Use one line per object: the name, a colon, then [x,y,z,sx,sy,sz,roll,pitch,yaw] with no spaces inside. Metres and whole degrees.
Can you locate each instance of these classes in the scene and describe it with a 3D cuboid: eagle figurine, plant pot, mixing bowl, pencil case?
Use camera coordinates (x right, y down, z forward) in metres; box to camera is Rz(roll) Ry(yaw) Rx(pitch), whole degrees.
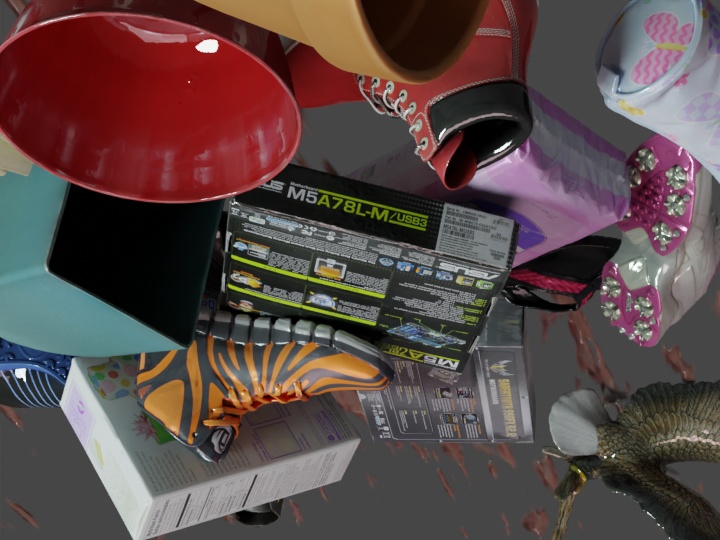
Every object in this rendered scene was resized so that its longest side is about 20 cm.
eagle figurine: [0.279,0.180,1.504,0.199,0.153,0.150,1,-169,40]
plant pot: [-0.022,-0.205,0.852,0.139,0.201,0.200,10,154,25]
mixing bowl: [-0.131,-0.142,1.038,0.198,0.109,0.201,3,151,2]
plant pot: [-0.231,-0.017,1.244,0.199,0.142,0.141,-13,146,40]
pencil case: [0.239,-0.104,1.072,0.091,0.083,0.199,-40,131,22]

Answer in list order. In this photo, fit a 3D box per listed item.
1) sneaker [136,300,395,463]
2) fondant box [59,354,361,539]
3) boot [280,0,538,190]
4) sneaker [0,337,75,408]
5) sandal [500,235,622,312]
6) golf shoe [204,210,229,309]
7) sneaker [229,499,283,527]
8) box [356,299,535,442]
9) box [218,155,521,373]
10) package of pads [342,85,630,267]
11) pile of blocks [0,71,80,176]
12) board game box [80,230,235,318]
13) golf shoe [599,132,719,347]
sneaker: [-0.076,0.096,1.231,0.198,0.113,0.078,7,159,18]
fondant box: [-0.120,0.121,1.311,0.199,0.145,0.058,-11,142,-36]
boot: [0.021,-0.108,1.039,0.199,0.145,0.072,-15,147,33]
sneaker: [-0.264,0.084,1.402,0.198,0.071,0.078,10,152,8]
sandal: [0.139,0.010,1.322,0.198,0.045,0.075,-4,148,15]
golf shoe: [-0.045,0.002,1.305,0.198,0.078,0.095,11,149,-13]
sneaker: [-0.094,0.168,1.565,0.074,0.107,0.200,2,150,5]
box: [0.075,0.093,1.470,0.157,0.049,0.200,-1,150,9]
box: [0.000,0.000,1.178,0.198,0.048,0.193,14,157,0]
package of pads: [0.085,-0.054,1.191,0.120,0.076,0.199,31,141,-33]
pile of blocks: [-0.257,-0.103,1.169,0.199,0.083,0.062,-8,164,39]
board game box: [-0.194,0.047,1.435,0.199,0.045,0.152,27,144,-32]
golf shoe: [0.235,-0.035,1.221,0.091,0.075,0.201,-27,144,-27]
